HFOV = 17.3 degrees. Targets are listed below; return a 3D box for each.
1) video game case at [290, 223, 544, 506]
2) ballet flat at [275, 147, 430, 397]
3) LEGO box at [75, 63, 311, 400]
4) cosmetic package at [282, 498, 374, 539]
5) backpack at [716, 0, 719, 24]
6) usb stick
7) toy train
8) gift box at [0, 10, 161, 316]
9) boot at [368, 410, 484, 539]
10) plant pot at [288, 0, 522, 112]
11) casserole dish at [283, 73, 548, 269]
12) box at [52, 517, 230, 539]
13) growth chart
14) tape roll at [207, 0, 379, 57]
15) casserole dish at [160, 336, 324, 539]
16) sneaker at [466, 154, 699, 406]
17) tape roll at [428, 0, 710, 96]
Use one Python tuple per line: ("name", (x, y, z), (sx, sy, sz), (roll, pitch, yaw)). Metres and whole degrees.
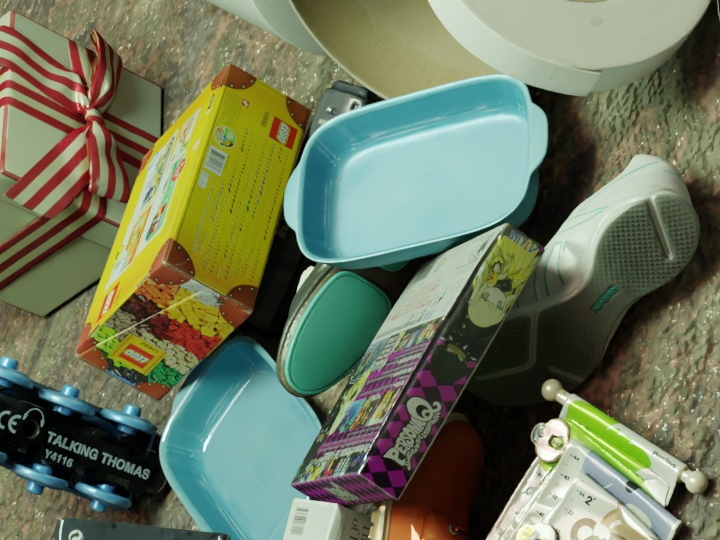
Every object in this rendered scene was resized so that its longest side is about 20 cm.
("video game case", (0.032, 0.065, 1.502), (0.182, 0.036, 0.200), (-58, 8, -14))
("ballet flat", (0.000, 0.000, 1.658), (0.201, 0.068, 0.068), (-55, 25, -7))
("LEGO box", (-0.123, -0.029, 1.753), (0.149, 0.077, 0.201), (-42, 26, 47))
("cosmetic package", (-0.026, 0.256, 1.523), (0.050, 0.082, 0.201), (0, 71, 49))
("backpack", (0.272, -0.131, 1.302), (0.134, 0.182, 0.202), (-13, 73, 28))
("usb stick", (-0.042, -0.044, 1.759), (0.055, 0.032, 0.201), (20, 85, 55))
("toy train", (-0.242, 0.122, 1.779), (0.114, 0.199, 0.087), (6, 74, 63))
("gift box", (-0.277, -0.088, 1.947), (0.186, 0.199, 0.186), (-30, 53, 36))
("boot", (0.056, 0.187, 1.484), (0.107, 0.075, 0.201), (7, 70, 34))
("plant pot", (0.059, -0.221, 1.627), (0.200, 0.201, 0.135), (-3, 43, 50))
("casserole dish", (0.042, -0.061, 1.589), (0.199, 0.039, 0.122), (-14, 58, 27))
("box", (-0.163, 0.296, 1.571), (0.200, 0.122, 0.200), (113, 161, -59))
("growth chart", (0.123, 0.180, 1.400), (0.144, 0.018, 0.201), (25, 85, 33))
("tape roll", (-0.034, -0.269, 1.739), (0.139, 0.202, 0.204), (34, 97, 53))
("casserole dish", (-0.074, 0.131, 1.679), (0.121, 0.039, 0.200), (-55, 38, 9))
("sneaker", (0.138, 0.009, 1.487), (0.200, 0.070, 0.080), (-45, 21, 26))
("tape roll", (0.131, -0.209, 1.507), (0.037, 0.201, 0.204), (123, 156, -64))
